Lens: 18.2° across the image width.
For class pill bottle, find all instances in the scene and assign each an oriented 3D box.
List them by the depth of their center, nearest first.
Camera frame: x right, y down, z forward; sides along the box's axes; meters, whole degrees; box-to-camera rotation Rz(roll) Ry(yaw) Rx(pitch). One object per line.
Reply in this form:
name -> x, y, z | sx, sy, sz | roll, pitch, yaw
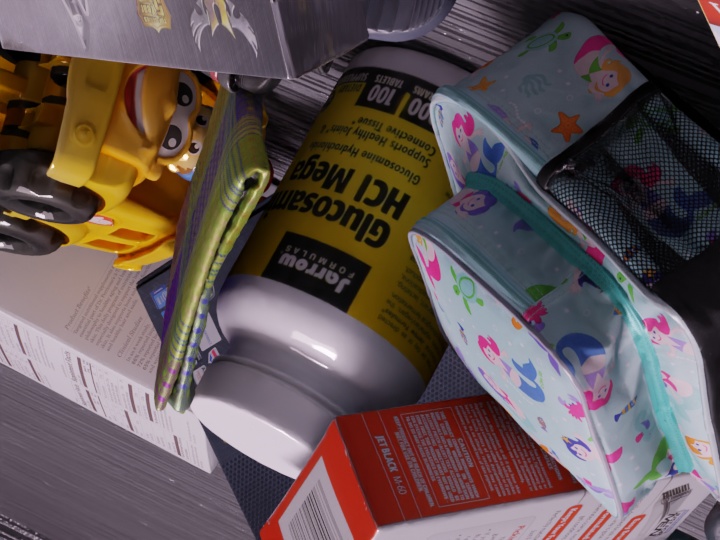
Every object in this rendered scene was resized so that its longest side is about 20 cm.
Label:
pill bottle -> 0.000, 0.000, 1.105 | 0.112, 0.201, 0.113 | 25, 162, 9

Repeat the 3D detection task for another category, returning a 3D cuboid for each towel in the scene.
towel -> -0.068, -0.035, 1.091 | 0.023, 0.144, 0.200 | 16, -155, -9

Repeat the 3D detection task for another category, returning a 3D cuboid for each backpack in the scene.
backpack -> 0.107, -0.005, 0.978 | 0.200, 0.150, 0.178 | 55, 173, 36

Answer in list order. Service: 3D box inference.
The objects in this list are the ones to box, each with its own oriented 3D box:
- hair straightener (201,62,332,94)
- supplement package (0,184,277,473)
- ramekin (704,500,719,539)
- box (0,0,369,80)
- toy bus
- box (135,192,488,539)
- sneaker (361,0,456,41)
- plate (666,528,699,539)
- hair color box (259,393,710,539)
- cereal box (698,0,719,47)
hair straightener -> -0.075, -0.133, 1.082 | 0.200, 0.077, 0.041 | 29, 139, 45
supplement package -> -0.148, 0.003, 1.422 | 0.199, 0.152, 0.151 | 27, 163, 7
ramekin -> 0.294, 0.138, 1.205 | 0.200, 0.098, 0.201 | 26, 162, 9
box -> -0.096, -0.166, 0.925 | 0.199, 0.048, 0.159 | 12, 123, 45
toy bus -> -0.118, -0.065, 1.253 | 0.191, 0.136, 0.200 | 21, 163, -21
box -> -0.010, 0.055, 1.199 | 0.201, 0.157, 0.051 | 63, -168, 16
sneaker -> -0.029, -0.143, 1.001 | 0.199, 0.070, 0.082 | 24, 178, 31
plate -> 0.129, 0.159, 1.178 | 0.199, 0.026, 0.200 | 8, -164, -2
hair color box -> 0.065, 0.108, 1.068 | 0.199, 0.064, 0.111 | -5, 148, -29
cereal box -> 0.221, -0.057, 0.872 | 0.143, 0.040, 0.200 | 17, 159, 33
